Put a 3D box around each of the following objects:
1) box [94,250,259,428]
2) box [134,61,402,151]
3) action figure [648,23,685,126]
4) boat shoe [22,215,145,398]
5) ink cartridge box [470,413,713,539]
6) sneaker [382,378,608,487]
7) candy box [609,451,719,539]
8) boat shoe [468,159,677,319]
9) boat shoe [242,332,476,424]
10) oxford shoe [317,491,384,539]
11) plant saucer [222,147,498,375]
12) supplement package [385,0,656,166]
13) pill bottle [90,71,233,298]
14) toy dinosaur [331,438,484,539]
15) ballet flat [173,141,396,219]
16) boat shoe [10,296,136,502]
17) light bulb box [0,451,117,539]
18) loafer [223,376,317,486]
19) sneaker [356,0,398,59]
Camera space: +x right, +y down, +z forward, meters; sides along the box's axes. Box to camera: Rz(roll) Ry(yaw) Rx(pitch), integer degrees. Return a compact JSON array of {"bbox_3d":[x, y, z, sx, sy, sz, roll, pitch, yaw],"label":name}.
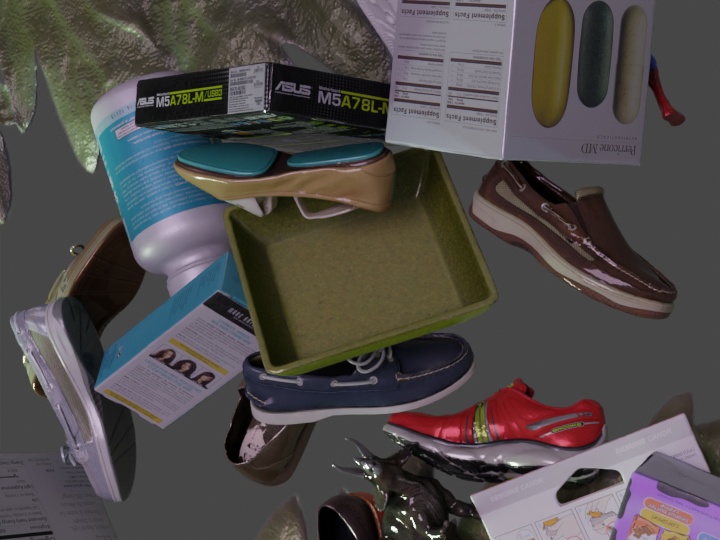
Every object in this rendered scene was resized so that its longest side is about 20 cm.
[{"bbox_3d":[-0.149,0.065,1.635,0.200,0.082,0.049,-36,32,38],"label":"box"},{"bbox_3d":[-0.059,-0.135,1.540,0.200,0.193,0.048,0,88,52],"label":"box"},{"bbox_3d":[0.209,-0.203,1.517,0.065,0.052,0.201,-24,71,19],"label":"action figure"},{"bbox_3d":[-0.268,0.026,1.742,0.200,0.073,0.063,-57,45,14],"label":"boat shoe"},{"bbox_3d":[0.212,0.224,1.466,0.200,0.045,0.177,-24,87,24],"label":"ink cartridge box"},{"bbox_3d":[0.117,0.132,1.540,0.199,0.077,0.085,4,68,28],"label":"sneaker"},{"bbox_3d":[0.260,0.265,1.389,0.167,0.072,0.201,22,106,18],"label":"candy box"},{"bbox_3d":[0.179,-0.035,1.501,0.202,0.075,0.075,32,109,26],"label":"boat shoe"},{"bbox_3d":[-0.001,0.080,1.560,0.199,0.075,0.062,-8,125,4],"label":"boat shoe"},{"bbox_3d":[-0.002,0.293,1.578,0.071,0.072,0.201,-21,77,25],"label":"oxford shoe"},{"bbox_3d":[0.000,0.000,1.551,0.199,0.048,0.200,-18,47,-1],"label":"plant saucer"},{"bbox_3d":[0.129,-0.191,1.448,0.150,0.151,0.201,14,101,53],"label":"supplement package"},{"bbox_3d":[-0.169,-0.073,1.674,0.111,0.111,0.201,-26,74,24],"label":"pill bottle"},{"bbox_3d":[0.052,0.223,1.551,0.102,0.077,0.201,20,135,37],"label":"toy dinosaur"},{"bbox_3d":[-0.065,-0.072,1.557,0.199,0.069,0.063,1,116,21],"label":"ballet flat"},{"bbox_3d":[-0.263,0.124,1.702,0.065,0.074,0.203,-14,108,17],"label":"boat shoe"},{"bbox_3d":[-0.321,0.282,1.680,0.125,0.198,0.201,-33,70,24],"label":"light bulb box"},{"bbox_3d":[-0.065,0.100,1.629,0.076,0.067,0.201,20,96,28],"label":"loafer"},{"bbox_3d":[0.093,-0.223,1.565,0.200,0.146,0.081,55,158,-18],"label":"sneaker"}]
